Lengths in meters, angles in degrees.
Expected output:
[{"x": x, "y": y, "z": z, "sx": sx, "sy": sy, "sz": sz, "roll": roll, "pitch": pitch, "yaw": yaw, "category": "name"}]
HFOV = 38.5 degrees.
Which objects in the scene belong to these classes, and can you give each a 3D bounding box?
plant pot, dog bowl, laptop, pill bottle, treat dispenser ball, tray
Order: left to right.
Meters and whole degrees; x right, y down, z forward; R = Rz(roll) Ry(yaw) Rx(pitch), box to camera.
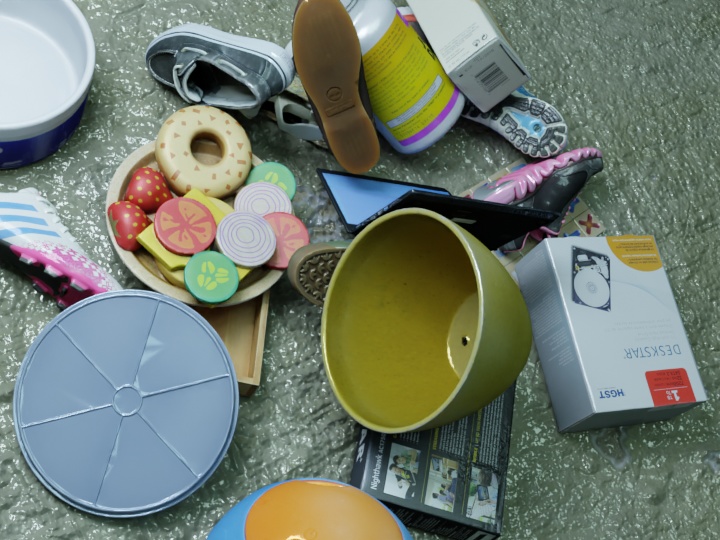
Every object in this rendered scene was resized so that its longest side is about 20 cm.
[{"x": -0.369, "y": -0.205, "z": 1.025, "sx": 0.198, "sy": 0.079, "sz": 0.202, "roll": 10, "pitch": 60, "yaw": -18, "category": "dog bowl"}, {"x": -0.141, "y": 0.019, "z": 1.028, "sx": 0.098, "sy": 0.037, "sz": 0.202, "roll": 13, "pitch": 59, "yaw": -16, "category": "tray"}, {"x": -0.042, "y": 0.271, "z": 0.835, "sx": 0.199, "sy": 0.201, "sz": 0.203, "roll": 10, "pitch": 60, "yaw": -17, "category": "treat dispenser ball"}, {"x": 0.022, "y": -0.232, "z": 1.145, "sx": 0.200, "sy": 0.104, "sz": 0.105, "roll": 45, "pitch": 51, "yaw": -28, "category": "pill bottle"}, {"x": 0.075, "y": -0.081, "z": 1.073, "sx": 0.175, "sy": 0.200, "sz": 0.105, "roll": 5, "pitch": 72, "yaw": -27, "category": "laptop"}, {"x": 0.081, "y": 0.055, "z": 0.965, "sx": 0.141, "sy": 0.199, "sz": 0.202, "roll": 13, "pitch": 56, "yaw": -43, "category": "plant pot"}]

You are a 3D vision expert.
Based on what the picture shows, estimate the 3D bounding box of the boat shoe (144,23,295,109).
[{"x": -0.162, "y": -0.208, "z": 1.064, "sx": 0.198, "sy": 0.073, "sz": 0.071, "roll": 10, "pitch": 43, "yaw": 37, "category": "boat shoe"}]

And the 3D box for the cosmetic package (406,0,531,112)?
[{"x": 0.113, "y": -0.294, "z": 1.202, "sx": 0.105, "sy": 0.071, "sz": 0.201, "roll": 29, "pitch": 31, "yaw": -54, "category": "cosmetic package"}]

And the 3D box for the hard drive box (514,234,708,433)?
[{"x": 0.276, "y": 0.067, "z": 1.147, "sx": 0.154, "sy": 0.077, "sz": 0.202, "roll": -3, "pitch": 67, "yaw": -24, "category": "hard drive box"}]

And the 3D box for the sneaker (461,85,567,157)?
[{"x": 0.173, "y": -0.201, "z": 1.264, "sx": 0.200, "sy": 0.079, "sz": 0.090, "roll": 44, "pitch": 14, "yaw": 19, "category": "sneaker"}]

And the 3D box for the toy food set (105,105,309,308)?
[{"x": -0.149, "y": -0.056, "z": 1.014, "sx": 0.198, "sy": 0.049, "sz": 0.200, "roll": 41, "pitch": 56, "yaw": 2, "category": "toy food set"}]

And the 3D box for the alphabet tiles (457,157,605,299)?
[{"x": 0.201, "y": -0.045, "z": 1.221, "sx": 0.199, "sy": 0.006, "sz": 0.167, "roll": -31, "pitch": 79, "yaw": -32, "category": "alphabet tiles"}]

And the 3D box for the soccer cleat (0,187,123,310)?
[{"x": -0.298, "y": -0.030, "z": 0.967, "sx": 0.199, "sy": 0.070, "sz": 0.087, "roll": 29, "pitch": 57, "yaw": -5, "category": "soccer cleat"}]

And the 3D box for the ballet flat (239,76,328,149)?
[{"x": -0.095, "y": -0.188, "z": 1.138, "sx": 0.198, "sy": 0.071, "sz": 0.071, "roll": 21, "pitch": 57, "yaw": -14, "category": "ballet flat"}]

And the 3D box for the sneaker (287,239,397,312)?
[{"x": 0.000, "y": 0.000, "z": 1.061, "sx": 0.198, "sy": 0.068, "sz": 0.090, "roll": 6, "pitch": 17, "yaw": -33, "category": "sneaker"}]

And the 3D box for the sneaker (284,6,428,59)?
[{"x": 0.006, "y": -0.258, "z": 1.216, "sx": 0.198, "sy": 0.077, "sz": 0.083, "roll": -17, "pitch": 77, "yaw": -28, "category": "sneaker"}]

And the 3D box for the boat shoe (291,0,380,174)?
[{"x": -0.029, "y": -0.199, "z": 1.066, "sx": 0.070, "sy": 0.202, "sz": 0.071, "roll": -14, "pitch": 35, "yaw": -1, "category": "boat shoe"}]

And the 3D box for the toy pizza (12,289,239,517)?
[{"x": -0.209, "y": 0.118, "z": 0.927, "sx": 0.198, "sy": 0.032, "sz": 0.203, "roll": 2, "pitch": 78, "yaw": -8, "category": "toy pizza"}]

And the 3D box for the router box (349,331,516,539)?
[{"x": 0.077, "y": 0.156, "z": 1.034, "sx": 0.148, "sy": 0.051, "sz": 0.202, "roll": 18, "pitch": 58, "yaw": -10, "category": "router box"}]

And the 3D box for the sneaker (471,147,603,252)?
[{"x": 0.218, "y": -0.081, "z": 1.213, "sx": 0.199, "sy": 0.079, "sz": 0.096, "roll": -26, "pitch": 97, "yaw": -31, "category": "sneaker"}]
